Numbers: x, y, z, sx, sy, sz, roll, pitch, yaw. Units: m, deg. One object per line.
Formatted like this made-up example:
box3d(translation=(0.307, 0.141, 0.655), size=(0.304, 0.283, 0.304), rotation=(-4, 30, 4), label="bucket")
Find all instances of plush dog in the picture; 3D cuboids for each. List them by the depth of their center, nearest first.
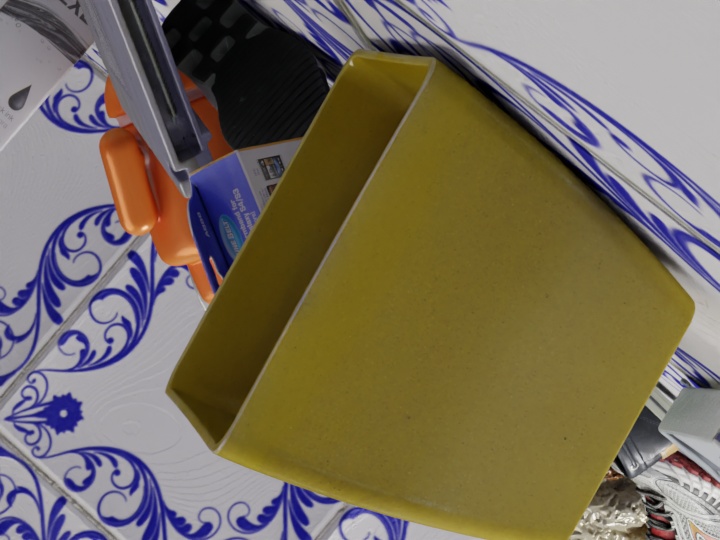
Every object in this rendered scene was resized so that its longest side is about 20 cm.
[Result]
box3d(translation=(0.190, 0.177, 2.281), size=(0.172, 0.160, 0.200), rotation=(67, 167, -23), label="plush dog")

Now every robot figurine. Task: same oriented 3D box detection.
box3d(translation=(-0.101, -0.080, 1.761), size=(0.117, 0.144, 0.200), rotation=(-161, 51, -84), label="robot figurine")

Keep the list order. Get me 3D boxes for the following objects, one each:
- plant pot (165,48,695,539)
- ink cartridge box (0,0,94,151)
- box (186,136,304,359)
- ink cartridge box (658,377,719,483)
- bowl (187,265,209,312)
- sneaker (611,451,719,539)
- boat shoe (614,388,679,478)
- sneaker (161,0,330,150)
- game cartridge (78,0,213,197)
box3d(translation=(0.041, 0.025, 1.272), size=(0.176, 0.200, 0.200), rotation=(29, 180, -13), label="plant pot")
box3d(translation=(-0.258, -0.182, 1.801), size=(0.145, 0.200, 0.084), rotation=(41, 175, -18), label="ink cartridge box")
box3d(translation=(-0.016, -0.013, 1.434), size=(0.200, 0.041, 0.119), rotation=(-16, -98, -59), label="box")
box3d(translation=(0.261, 0.142, 1.514), size=(0.200, 0.041, 0.200), rotation=(41, 178, -2), label="ink cartridge box")
box3d(translation=(-0.066, -0.008, 1.987), size=(0.200, 0.108, 0.200), rotation=(-21, -90, -76), label="bowl")
box3d(translation=(0.260, 0.201, 2.098), size=(0.200, 0.082, 0.078), rotation=(43, 177, -33), label="sneaker")
box3d(translation=(0.135, 0.063, 1.776), size=(0.200, 0.062, 0.075), rotation=(43, 180, -9), label="boat shoe")
box3d(translation=(-0.048, -0.101, 1.603), size=(0.089, 0.074, 0.200), rotation=(43, -174, -36), label="sneaker")
box3d(translation=(-0.142, -0.154, 1.589), size=(0.130, 0.038, 0.200), rotation=(-121, 10, -51), label="game cartridge")
